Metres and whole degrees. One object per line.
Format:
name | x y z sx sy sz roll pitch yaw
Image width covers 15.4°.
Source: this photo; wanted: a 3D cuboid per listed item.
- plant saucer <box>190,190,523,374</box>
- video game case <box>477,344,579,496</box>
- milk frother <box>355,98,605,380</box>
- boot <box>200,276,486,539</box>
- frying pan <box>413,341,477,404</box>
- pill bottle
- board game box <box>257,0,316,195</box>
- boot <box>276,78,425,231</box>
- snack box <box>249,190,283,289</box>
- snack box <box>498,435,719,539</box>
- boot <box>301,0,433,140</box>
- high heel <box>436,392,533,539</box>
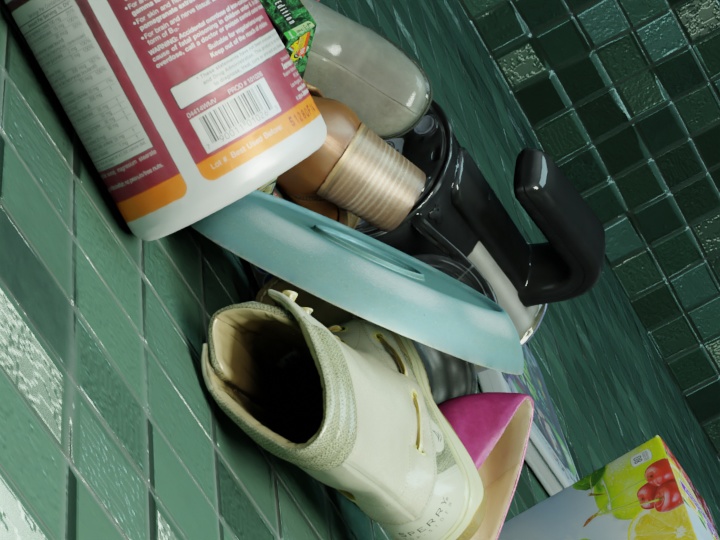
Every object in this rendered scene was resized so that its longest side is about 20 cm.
plant saucer | 0.000 0.000 1.398 0.199 0.028 0.200 25 4 -2
video game case | 0.127 0.092 2.218 0.182 0.023 0.201 55 12 -42
milk frother | 0.049 0.016 1.754 0.188 0.180 0.201 51 58 -50
boot | -0.028 0.046 1.349 0.155 0.072 0.200 37 14 -48
frying pan | 0.035 0.072 1.575 0.115 0.031 0.191 16 44 -46
pill bottle | -0.107 -0.125 1.280 0.201 0.109 0.110 62 9 -6
board game box | -0.071 -0.115 1.399 0.105 0.023 0.200 52 -21 14
boot | -0.051 -0.084 1.605 0.154 0.074 0.200 34 -13 -12
snack box | -0.028 0.038 1.513 0.201 0.024 0.072 67 9 26
snack box | 0.123 0.204 1.426 0.068 0.168 0.200 53 13 -29
boot | -0.056 -0.143 1.612 0.199 0.068 0.131 32 7 10
high heel | 0.057 0.156 1.378 0.067 0.095 0.201 53 24 -46
